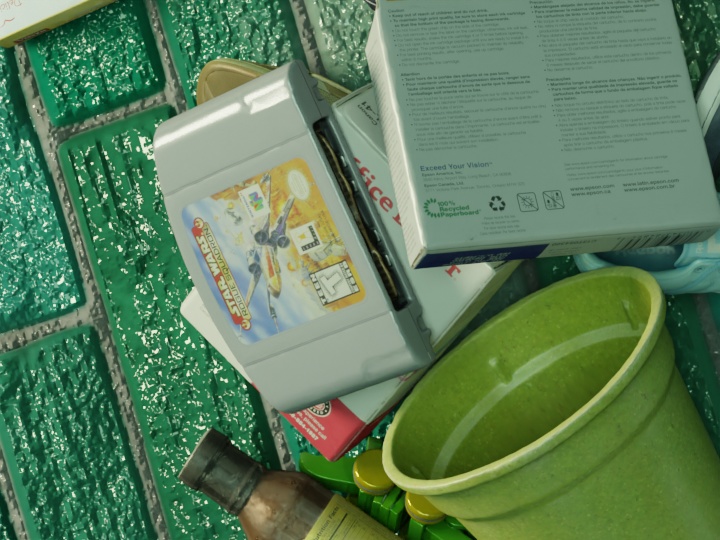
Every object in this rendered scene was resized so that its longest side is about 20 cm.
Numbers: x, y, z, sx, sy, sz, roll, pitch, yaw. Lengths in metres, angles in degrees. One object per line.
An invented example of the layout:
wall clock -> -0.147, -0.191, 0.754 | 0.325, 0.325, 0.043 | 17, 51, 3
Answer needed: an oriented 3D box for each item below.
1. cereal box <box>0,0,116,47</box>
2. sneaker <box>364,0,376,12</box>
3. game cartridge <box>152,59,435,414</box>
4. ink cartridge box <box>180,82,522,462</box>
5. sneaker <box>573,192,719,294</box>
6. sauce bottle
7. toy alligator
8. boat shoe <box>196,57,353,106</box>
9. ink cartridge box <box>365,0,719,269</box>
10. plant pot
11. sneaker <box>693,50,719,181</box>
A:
cereal box -> -0.220, -0.271, 1.628 | 0.143, 0.040, 0.202 | -21, 86, 12
sneaker -> 0.073, -0.236, 1.518 | 0.200, 0.108, 0.070 | -43, 81, 11
game cartridge -> -0.047, -0.015, 1.463 | 0.132, 0.041, 0.201 | -22, 96, 31
ink cartridge box -> 0.000, 0.000, 1.513 | 0.148, 0.086, 0.200 | 46, 124, 7
sneaker -> 0.230, -0.016, 1.494 | 0.198, 0.082, 0.075 | -11, 89, 14
sauce bottle -> -0.027, 0.175, 1.544 | 0.199, 0.065, 0.065 | 35, 98, 4
toy alligator -> 0.054, 0.158, 1.558 | 0.199, 0.060, 0.054 | 27, 56, 13
boat shoe -> -0.016, -0.089, 1.575 | 0.199, 0.063, 0.074 | 23, 121, 20
ink cartridge box -> 0.106, -0.106, 1.442 | 0.195, 0.043, 0.202 | -5, 70, -17
plant pot -> 0.145, 0.133, 1.459 | 0.199, 0.201, 0.185 | -31, 109, 12
sneaker -> 0.296, -0.109, 1.479 | 0.146, 0.077, 0.203 | 36, 98, 14
